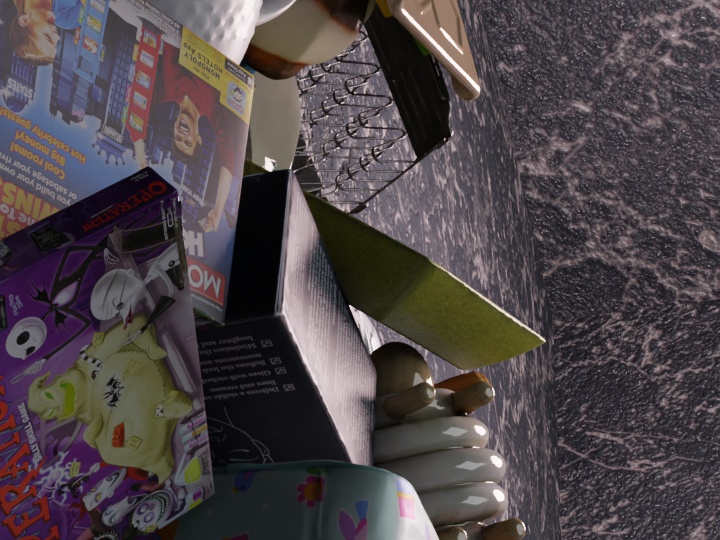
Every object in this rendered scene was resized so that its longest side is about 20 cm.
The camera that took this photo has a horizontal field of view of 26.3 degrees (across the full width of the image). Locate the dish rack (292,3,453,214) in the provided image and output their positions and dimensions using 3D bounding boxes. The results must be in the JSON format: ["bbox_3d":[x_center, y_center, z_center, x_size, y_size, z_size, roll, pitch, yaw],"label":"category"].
[{"bbox_3d":[-0.016,-0.122,1.171,0.054,0.200,0.154,-13,75,-41],"label":"dish rack"}]

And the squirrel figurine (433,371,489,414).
[{"bbox_3d":[0.015,0.194,1.152,0.200,0.141,0.187,-55,-143,43],"label":"squirrel figurine"}]

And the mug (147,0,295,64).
[{"bbox_3d":[-0.103,-0.201,0.904,0.199,0.147,0.176,-12,106,-43],"label":"mug"}]

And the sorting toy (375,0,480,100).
[{"bbox_3d":[0.025,-0.225,1.047,0.200,0.036,0.186,38,37,-68],"label":"sorting toy"}]

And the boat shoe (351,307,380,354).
[{"bbox_3d":[-0.039,0.037,1.338,0.201,0.072,0.071,70,23,-7],"label":"boat shoe"}]

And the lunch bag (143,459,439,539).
[{"bbox_3d":[-0.051,0.171,0.850,0.161,0.199,0.077,68,20,-55],"label":"lunch bag"}]

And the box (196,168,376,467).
[{"bbox_3d":[-0.084,0.053,0.894,0.200,0.148,0.107,69,18,-48],"label":"box"}]

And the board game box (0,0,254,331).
[{"bbox_3d":[-0.148,-0.049,0.741,0.200,0.061,0.201,32,54,-41],"label":"board game box"}]

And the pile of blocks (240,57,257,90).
[{"bbox_3d":[-0.116,-0.132,1.050,0.082,0.062,0.200,43,23,-2],"label":"pile of blocks"}]

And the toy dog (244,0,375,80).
[{"bbox_3d":[-0.065,-0.231,1.051,0.200,0.140,0.194,53,27,15],"label":"toy dog"}]

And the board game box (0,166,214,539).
[{"bbox_3d":[-0.128,0.060,0.707,0.032,0.120,0.201,41,-33,38],"label":"board game box"}]

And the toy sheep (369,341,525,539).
[{"bbox_3d":[0.036,0.144,1.002,0.138,0.137,0.201,46,34,-70],"label":"toy sheep"}]

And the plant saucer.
[{"bbox_3d":[0.000,0.000,1.016,0.048,0.200,0.200,-59,148,-1],"label":"plant saucer"}]

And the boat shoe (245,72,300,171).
[{"bbox_3d":[-0.092,-0.077,1.133,0.070,0.071,0.202,28,59,-54],"label":"boat shoe"}]
